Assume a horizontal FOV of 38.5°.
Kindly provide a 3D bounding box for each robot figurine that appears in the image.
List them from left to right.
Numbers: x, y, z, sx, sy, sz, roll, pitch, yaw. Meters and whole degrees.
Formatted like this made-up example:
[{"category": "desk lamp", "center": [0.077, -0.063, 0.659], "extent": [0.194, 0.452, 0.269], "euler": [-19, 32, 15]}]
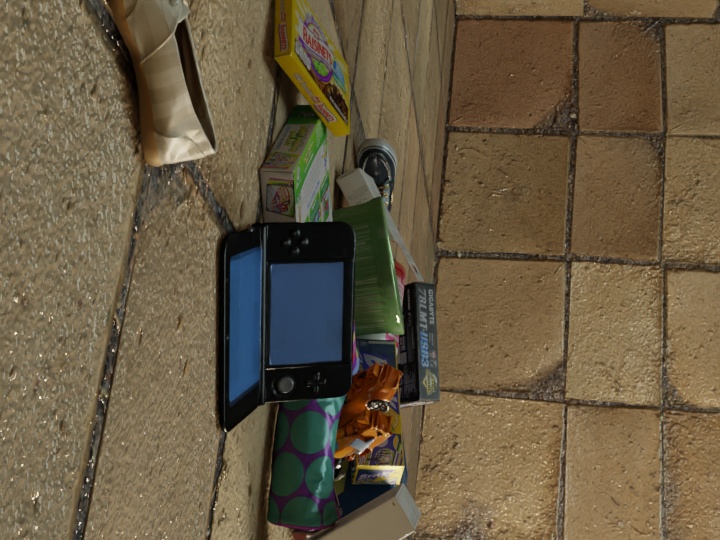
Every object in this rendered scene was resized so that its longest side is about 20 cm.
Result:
[{"category": "robot figurine", "center": [-0.024, 0.202, 1.370], "extent": [0.200, 0.058, 0.146], "euler": [-37, -150, 42]}]

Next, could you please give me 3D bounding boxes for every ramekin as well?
[{"category": "ramekin", "center": [0.000, 0.000, 1.483], "extent": [0.200, 0.097, 0.202], "euler": [-10, 90, -87]}]

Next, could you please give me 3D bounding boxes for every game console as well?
[{"category": "game console", "center": [-0.074, 0.055, 1.090], "extent": [0.116, 0.174, 0.202], "euler": [-152, -118, -68]}]

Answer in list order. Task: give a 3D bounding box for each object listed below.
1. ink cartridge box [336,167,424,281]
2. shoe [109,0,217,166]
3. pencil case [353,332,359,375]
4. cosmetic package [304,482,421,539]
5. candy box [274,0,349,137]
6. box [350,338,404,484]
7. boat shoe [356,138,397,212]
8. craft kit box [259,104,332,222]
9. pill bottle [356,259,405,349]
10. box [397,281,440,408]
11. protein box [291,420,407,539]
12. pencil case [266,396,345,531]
[{"category": "ink cartridge box", "center": [0.034, -0.064, 1.678], "extent": [0.163, 0.057, 0.201], "euler": [8, 59, -82]}, {"category": "shoe", "center": [-0.140, -0.170, 0.748], "extent": [0.070, 0.053, 0.201], "euler": [-75, 165, -55]}, {"category": "pencil case", "center": [-0.044, 0.095, 1.351], "extent": [0.200, 0.088, 0.089], "euler": [80, 15, -71]}, {"category": "cosmetic package", "center": [-0.025, 0.333, 1.238], "extent": [0.051, 0.199, 0.083], "euler": [59, 8, 6]}, {"category": "candy box", "center": [-0.055, -0.249, 1.229], "extent": [0.200, 0.026, 0.103], "euler": [46, 38, -63]}, {"category": "box", "center": [0.020, 0.198, 1.460], "extent": [0.064, 0.069, 0.201], "euler": [102, -12, -53]}, {"category": "boat shoe", "center": [0.030, -0.139, 1.826], "extent": [0.201, 0.070, 0.091], "euler": [84, 8, -56]}, {"category": "craft kit box", "center": [-0.074, -0.075, 1.265], "extent": [0.200, 0.048, 0.199], "euler": [-73, 166, -59]}, {"category": "pill bottle", "center": [0.007, 0.085, 1.618], "extent": [0.114, 0.112, 0.202], "euler": [74, 21, -65]}, {"category": "box", "center": [0.060, 0.136, 1.772], "extent": [0.198, 0.049, 0.202], "euler": [-25, -116, 57]}, {"category": "protein box", "center": [-0.009, 0.342, 1.531], "extent": [0.201, 0.134, 0.200], "euler": [82, 14, -52]}, {"category": "pencil case", "center": [-0.062, 0.217, 1.269], "extent": [0.085, 0.092, 0.202], "euler": [126, -31, -72]}]
